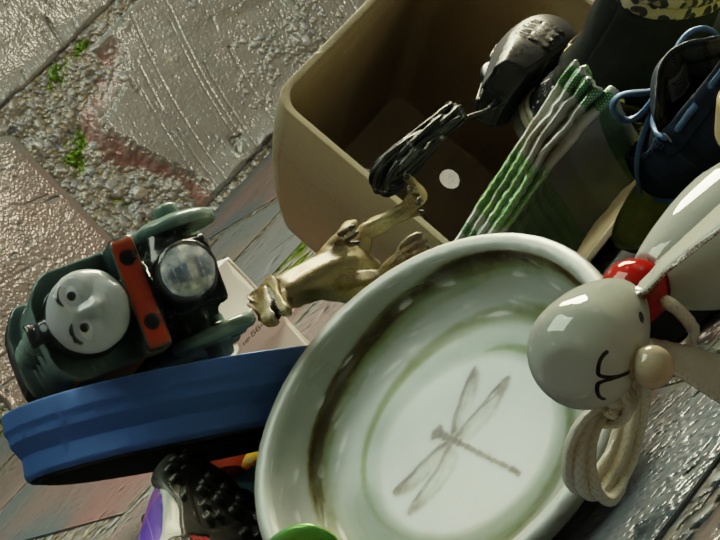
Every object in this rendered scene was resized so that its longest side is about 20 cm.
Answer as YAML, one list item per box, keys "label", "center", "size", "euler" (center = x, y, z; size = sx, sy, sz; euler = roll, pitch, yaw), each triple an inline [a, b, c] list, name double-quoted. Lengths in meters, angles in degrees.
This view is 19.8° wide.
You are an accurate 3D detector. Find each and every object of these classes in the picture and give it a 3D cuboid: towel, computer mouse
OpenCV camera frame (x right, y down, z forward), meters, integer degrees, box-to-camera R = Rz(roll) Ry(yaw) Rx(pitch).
- label: "towel"
  center: [0.084, -0.001, 1.088]
  size: [0.201, 0.031, 0.149]
  euler: [-57, -23, -2]
- label: "computer mouse"
  center: [0.060, -0.096, 1.148]
  size: [0.200, 0.034, 0.059]
  euler: [-36, -16, -47]

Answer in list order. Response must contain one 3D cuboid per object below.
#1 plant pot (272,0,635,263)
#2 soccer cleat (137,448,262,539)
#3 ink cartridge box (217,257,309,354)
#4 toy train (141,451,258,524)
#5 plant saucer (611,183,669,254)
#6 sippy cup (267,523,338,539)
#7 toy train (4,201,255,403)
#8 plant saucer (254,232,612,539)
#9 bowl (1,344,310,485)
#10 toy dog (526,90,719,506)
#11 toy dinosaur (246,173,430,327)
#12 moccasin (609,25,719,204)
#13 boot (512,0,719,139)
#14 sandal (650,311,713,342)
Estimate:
- label: "plant pot"
  center: [0.058, -0.065, 1.287]
  size: [0.200, 0.200, 0.177]
  euler: [-48, -3, -29]
- label: "soccer cleat"
  center: [-0.087, 0.146, 0.969]
  size: [0.073, 0.068, 0.200]
  euler: [-51, 12, 13]
- label: "ink cartridge box"
  center: [-0.117, 0.083, 1.540]
  size: [0.129, 0.125, 0.200]
  euler: [-47, 9, -15]
- label: "toy train"
  center: [-0.064, 0.128, 1.229]
  size: [0.149, 0.056, 0.200]
  euler: [-18, 10, 3]
- label: "plant saucer"
  center: [0.215, -0.072, 1.081]
  size: [0.200, 0.031, 0.200]
  euler: [-44, 9, 9]
- label: "sippy cup"
  center: [-0.029, 0.172, 0.778]
  size: [0.130, 0.179, 0.139]
  euler: [-30, -28, 20]
- label: "toy train"
  center: [-0.126, 0.026, 1.080]
  size: [0.113, 0.086, 0.200]
  euler: [-22, -3, -15]
- label: "plant saucer"
  center: [0.044, 0.077, 0.956]
  size: [0.199, 0.050, 0.201]
  euler: [-24, 43, 25]
- label: "bowl"
  center: [-0.089, 0.079, 1.101]
  size: [0.199, 0.040, 0.201]
  euler: [-11, -8, -2]
- label: "toy dog"
  center: [0.155, 0.004, 0.818]
  size: [0.096, 0.132, 0.200]
  euler: [15, 55, 33]
- label: "toy dinosaur"
  center: [0.000, 0.000, 1.089]
  size: [0.101, 0.058, 0.200]
  euler: [-30, -15, 15]
- label: "moccasin"
  center: [0.174, -0.087, 1.000]
  size: [0.081, 0.068, 0.200]
  euler: [-50, 6, -19]
- label: "boot"
  center: [0.188, -0.144, 1.164]
  size: [0.203, 0.074, 0.154]
  euler: [-26, -24, -35]
- label: "sandal"
  center: [0.117, 0.028, 1.010]
  size: [0.200, 0.045, 0.075]
  euler: [-41, 10, 22]
